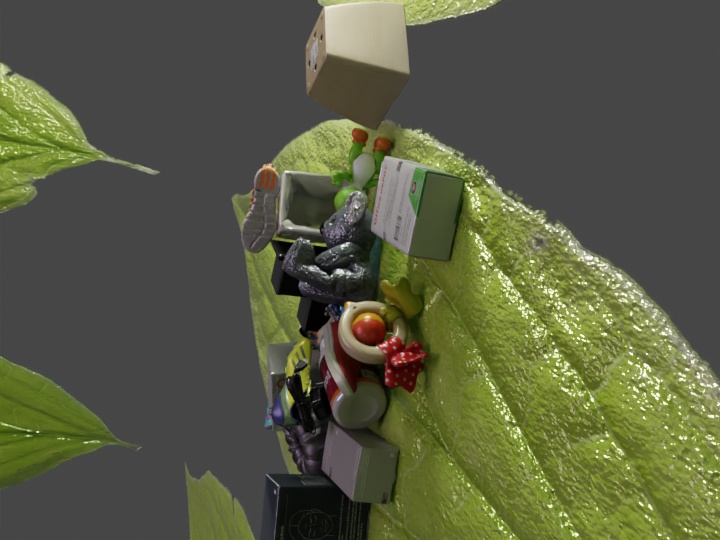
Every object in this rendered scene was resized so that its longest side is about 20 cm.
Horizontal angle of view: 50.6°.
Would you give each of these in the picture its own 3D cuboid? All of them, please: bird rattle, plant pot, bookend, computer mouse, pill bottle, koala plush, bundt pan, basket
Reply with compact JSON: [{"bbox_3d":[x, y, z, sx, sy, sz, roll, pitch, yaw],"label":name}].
[{"bbox_3d":[0.039,0.121,1.369,0.114,0.159,0.204,95,178,-56],"label":"bird rattle"},{"bbox_3d":[-0.018,-0.455,1.643,0.200,0.173,0.204,134,138,-57],"label":"plant pot"},{"bbox_3d":[-0.121,0.050,1.737,0.092,0.196,0.203,-126,47,-61],"label":"bookend"},{"bbox_3d":[-0.094,0.249,1.602,0.045,0.199,0.143,-20,93,30],"label":"computer mouse"},{"bbox_3d":[-0.023,0.214,1.547,0.201,0.111,0.115,-115,37,-55],"label":"pill bottle"},{"bbox_3d":[-0.025,-0.043,1.496,0.178,0.180,0.203,64,-135,-65],"label":"koala plush"},{"bbox_3d":[-0.115,0.380,1.697,0.202,0.074,0.205,46,146,44],"label":"bundt pan"},{"bbox_3d":[-0.096,-0.137,1.734,0.123,0.195,0.139,154,120,-71],"label":"basket"}]

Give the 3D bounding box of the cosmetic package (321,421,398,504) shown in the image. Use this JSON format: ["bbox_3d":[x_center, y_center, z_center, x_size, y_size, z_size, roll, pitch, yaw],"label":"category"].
[{"bbox_3d":[-0.004,0.372,1.489,0.200,0.088,0.109,-177,96,-72],"label":"cosmetic package"}]

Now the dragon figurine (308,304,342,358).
[{"bbox_3d":[-0.055,0.161,1.712,0.059,0.098,0.202,-107,-4,-47],"label":"dragon figurine"}]

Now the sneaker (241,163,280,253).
[{"bbox_3d":[-0.221,-0.145,1.745,0.112,0.076,0.204,-108,34,-74],"label":"sneaker"}]

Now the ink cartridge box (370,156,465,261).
[{"bbox_3d":[0.097,-0.115,1.364,0.200,0.082,0.149,-139,58,-66],"label":"ink cartridge box"}]

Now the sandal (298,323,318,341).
[{"bbox_3d":[-0.121,0.151,1.900,0.080,0.058,0.210,121,149,-46],"label":"sandal"}]

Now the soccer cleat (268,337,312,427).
[{"bbox_3d":[-0.132,0.244,1.651,0.065,0.082,0.203,56,-135,-51],"label":"soccer cleat"}]

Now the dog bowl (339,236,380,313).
[{"bbox_3d":[0.000,0.000,1.638,0.111,0.048,0.205,-170,86,-69],"label":"dog bowl"}]

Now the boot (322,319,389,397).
[{"bbox_3d":[0.005,0.145,1.457,0.201,0.142,0.073,-104,-10,-57],"label":"boot"}]

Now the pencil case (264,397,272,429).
[{"bbox_3d":[-0.210,0.326,2.050,0.092,0.083,0.205,138,136,-82],"label":"pencil case"}]

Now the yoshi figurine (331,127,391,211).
[{"bbox_3d":[-0.003,-0.190,1.593,0.111,0.111,0.204,18,91,43],"label":"yoshi figurine"}]

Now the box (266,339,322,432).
[{"bbox_3d":[-0.156,0.274,1.805,0.098,0.121,0.203,-109,18,-48],"label":"box"}]

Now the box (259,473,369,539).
[{"bbox_3d":[-0.092,0.495,1.526,0.107,0.196,0.152,178,99,-68],"label":"box"}]
